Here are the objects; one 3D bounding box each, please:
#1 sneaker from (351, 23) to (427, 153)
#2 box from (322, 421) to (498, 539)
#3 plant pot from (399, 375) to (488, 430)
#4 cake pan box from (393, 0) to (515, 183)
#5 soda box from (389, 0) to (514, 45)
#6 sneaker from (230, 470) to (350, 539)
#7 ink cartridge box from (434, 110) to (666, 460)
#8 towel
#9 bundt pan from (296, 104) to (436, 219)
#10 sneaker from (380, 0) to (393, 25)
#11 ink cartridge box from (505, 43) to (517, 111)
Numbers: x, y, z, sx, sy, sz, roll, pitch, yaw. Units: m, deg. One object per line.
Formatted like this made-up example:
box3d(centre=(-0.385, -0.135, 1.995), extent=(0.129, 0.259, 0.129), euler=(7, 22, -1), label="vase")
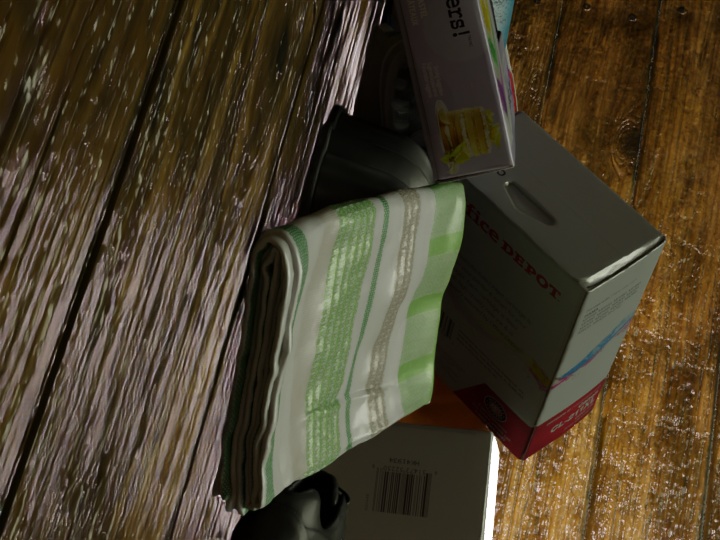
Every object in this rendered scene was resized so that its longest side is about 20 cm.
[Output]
box3d(centre=(0.029, -0.084, 0.977), extent=(0.082, 0.075, 0.200), euler=(-127, -142, -50), label="sneaker")
box3d(centre=(0.039, 0.172, 1.028), extent=(0.200, 0.124, 0.098), euler=(62, 34, -76), label="box")
box3d(centre=(0.064, 0.015, 1.166), extent=(0.183, 0.200, 0.200), euler=(-108, -155, -61), label="plant pot")
box3d(centre=(0.052, -0.164, 0.798), extent=(0.200, 0.052, 0.184), euler=(-69, 148, -72), label="cake pan box")
box3d(centre=(0.060, -0.144, 1.007), extent=(0.068, 0.064, 0.200), euler=(-20, 132, -37), label="soda box")
box3d(centre=(-0.035, 0.160, 0.777), extent=(0.200, 0.076, 0.091), euler=(89, 20, -81), label="sneaker")
box3d(centre=(0.112, 0.013, 0.941), extent=(0.083, 0.146, 0.200), euler=(-28, 150, -28), label="ink cartridge box")
box3d(centre=(0.000, 0.034, 0.713), extent=(0.200, 0.031, 0.149), euler=(-20, 125, -57), label="towel")
box3d(centre=(0.000, 0.000, 0.858), extent=(0.202, 0.076, 0.202), euler=(13, 90, -86), label="bundt pan")
box3d(centre=(0.055, -0.170, 1.086), extent=(0.200, 0.087, 0.075), euler=(93, 12, -61), label="sneaker")
box3d(centre=(0.087, -0.203, 1.112), extent=(0.160, 0.047, 0.200), euler=(-98, 177, -74), label="ink cartridge box")
